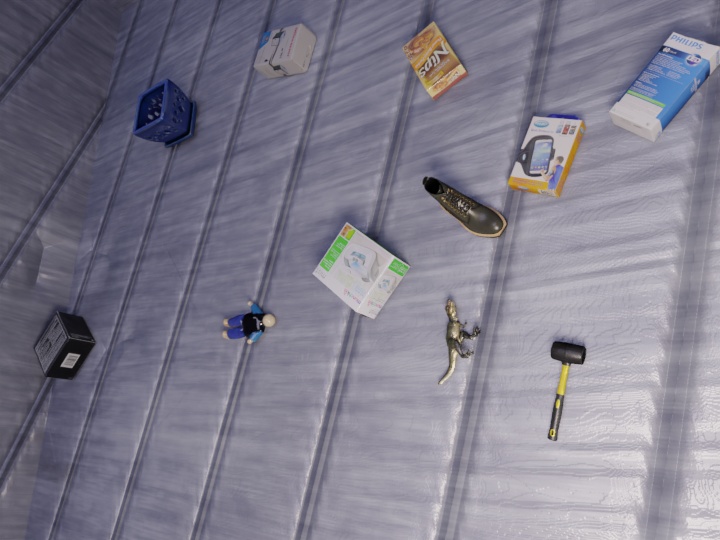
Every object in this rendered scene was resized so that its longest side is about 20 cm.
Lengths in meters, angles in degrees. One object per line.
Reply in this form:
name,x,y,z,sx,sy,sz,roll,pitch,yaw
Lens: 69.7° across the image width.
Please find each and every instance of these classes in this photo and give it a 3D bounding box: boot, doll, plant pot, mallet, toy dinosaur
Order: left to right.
plant pot,-0.790,-0.629,2.121,0.200,0.180,0.200,-12,68,31
doll,-0.347,0.163,1.614,0.200,0.048,0.137,-12,69,33
toy dinosaur,0.228,0.167,1.200,0.088,0.047,0.200,-8,70,49
boot,0.242,-0.152,1.238,0.200,0.138,0.078,32,95,38
mallet,0.401,0.242,1.057,0.066,0.041,0.200,18,89,37

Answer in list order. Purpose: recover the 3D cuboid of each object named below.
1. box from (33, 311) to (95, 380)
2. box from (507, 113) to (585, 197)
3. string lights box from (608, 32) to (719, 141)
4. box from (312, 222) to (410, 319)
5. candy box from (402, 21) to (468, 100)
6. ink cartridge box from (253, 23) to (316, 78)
box,-1.234,0.313,2.157,0.198,0.123,0.200,39,97,37
box,0.436,-0.278,1.204,0.119,0.041,0.200,19,88,39
string lights box,0.636,-0.384,1.083,0.200,0.059,0.103,-52,53,10
box,0.000,0.000,1.391,0.200,0.097,0.177,39,97,37
candy box,0.209,-0.595,1.466,0.115,0.055,0.200,-34,57,22
ink cartridge box,-0.273,-0.788,1.863,0.200,0.086,0.147,7,79,39
